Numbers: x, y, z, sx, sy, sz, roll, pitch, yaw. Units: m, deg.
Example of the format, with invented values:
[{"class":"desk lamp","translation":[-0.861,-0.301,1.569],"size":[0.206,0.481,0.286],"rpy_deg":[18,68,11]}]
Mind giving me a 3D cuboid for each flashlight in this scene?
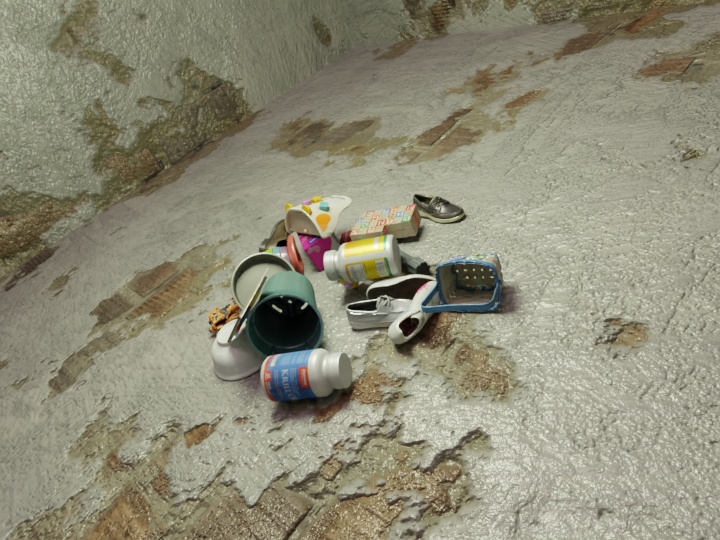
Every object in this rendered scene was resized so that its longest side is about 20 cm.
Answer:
[{"class":"flashlight","translation":[0.123,-0.034,1.599],"size":[0.067,0.068,0.200],"rpy_deg":[-28,36,-23]}]

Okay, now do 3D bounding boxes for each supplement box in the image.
[{"class":"supplement box","translation":[-0.137,-0.104,1.815],"size":[0.101,0.104,0.200],"rpy_deg":[-35,33,3]}]

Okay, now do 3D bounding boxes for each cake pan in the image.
[{"class":"cake pan","translation":[-0.285,0.047,1.662],"size":[0.200,0.201,0.037],"rpy_deg":[-36,-9,-18]}]

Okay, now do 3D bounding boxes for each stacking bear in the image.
[{"class":"stacking bear","translation":[-0.290,-0.015,1.765],"size":[0.198,0.122,0.114],"rpy_deg":[-16,39,1]}]

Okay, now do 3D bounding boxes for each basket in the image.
[{"class":"basket","translation":[0.251,0.041,1.333],"size":[0.175,0.140,0.200],"rpy_deg":[-4,29,29]}]

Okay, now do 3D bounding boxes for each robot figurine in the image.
[{"class":"robot figurine","translation":[-0.380,0.122,1.702],"size":[0.199,0.059,0.145],"rpy_deg":[-34,33,-15]}]

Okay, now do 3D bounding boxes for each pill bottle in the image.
[{"class":"pill bottle","translation":[0.005,-0.027,1.527],"size":[0.198,0.113,0.113],"rpy_deg":[-10,35,15]},{"class":"pill bottle","translation":[-0.125,0.244,1.313],"size":[0.198,0.113,0.113],"rpy_deg":[-12,34,21]}]

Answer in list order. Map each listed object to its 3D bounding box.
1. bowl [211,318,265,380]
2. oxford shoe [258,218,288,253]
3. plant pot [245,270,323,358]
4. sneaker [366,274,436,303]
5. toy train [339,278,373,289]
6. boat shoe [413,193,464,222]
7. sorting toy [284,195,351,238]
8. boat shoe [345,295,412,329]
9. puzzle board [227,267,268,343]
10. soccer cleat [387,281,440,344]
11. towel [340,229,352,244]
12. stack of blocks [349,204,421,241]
[{"class":"bowl","translation":[-0.334,0.198,1.537],"size":[0.199,0.091,0.202],"rpy_deg":[-17,34,12]},{"class":"oxford shoe","translation":[-0.280,-0.110,1.972],"size":[0.084,0.073,0.201],"rpy_deg":[7,45,17]},{"class":"plant pot","translation":[-0.197,0.108,1.499],"size":[0.199,0.201,0.196],"rpy_deg":[-20,25,6]},{"class":"sneaker","translation":[0.118,0.039,1.486],"size":[0.198,0.074,0.085],"rpy_deg":[-4,17,13]},{"class":"toy train","translation":[0.000,0.000,1.639],"size":[0.150,0.056,0.200],"rpy_deg":[-32,37,-15]},{"class":"boat shoe","translation":[0.238,-0.201,1.754],"size":[0.072,0.065,0.199],"rpy_deg":[-39,36,-25]},{"class":"sorting toy","translation":[-0.125,-0.190,1.754],"size":[0.179,0.108,0.199],"rpy_deg":[-33,27,-32]},{"class":"boat shoe","translation":[0.057,0.098,1.441],"size":[0.198,0.069,0.072],"rpy_deg":[-7,35,21]},{"class":"puzzle board","translation":[-0.286,0.094,1.423],"size":[0.152,0.017,0.200],"rpy_deg":[-65,8,-31]},{"class":"soccer cleat","translation":[0.148,0.104,1.361],"size":[0.200,0.070,0.086],"rpy_deg":[-48,10,-21]},{"class":"towel","translation":[0.026,-0.102,1.792],"size":[0.198,0.023,0.145],"rpy_deg":[-16,35,16]},{"class":"stack of blocks","translation":[0.078,-0.135,1.728],"size":[0.198,0.059,0.116],"rpy_deg":[-7,40,27]}]
